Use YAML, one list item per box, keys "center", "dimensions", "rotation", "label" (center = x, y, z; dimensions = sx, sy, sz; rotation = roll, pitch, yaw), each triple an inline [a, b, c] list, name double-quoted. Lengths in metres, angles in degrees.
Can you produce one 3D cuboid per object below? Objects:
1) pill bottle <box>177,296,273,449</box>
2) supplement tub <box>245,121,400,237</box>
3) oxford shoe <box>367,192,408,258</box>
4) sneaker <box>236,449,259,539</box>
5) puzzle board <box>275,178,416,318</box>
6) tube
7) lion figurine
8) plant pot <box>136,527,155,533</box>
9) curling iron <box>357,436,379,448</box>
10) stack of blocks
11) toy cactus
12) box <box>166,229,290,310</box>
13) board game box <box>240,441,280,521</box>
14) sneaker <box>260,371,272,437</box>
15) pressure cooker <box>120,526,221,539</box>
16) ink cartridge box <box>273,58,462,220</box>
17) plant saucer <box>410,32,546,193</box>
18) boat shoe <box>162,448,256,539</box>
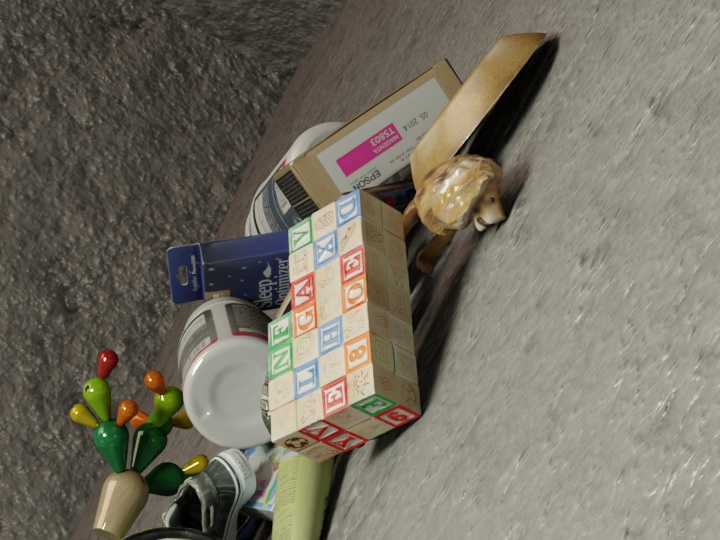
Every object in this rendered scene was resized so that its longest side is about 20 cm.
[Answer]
- center: [-0.127, 0.097, 1.743]
  dimensions: [0.114, 0.114, 0.200]
  rotation: [-60, 14, 8]
  label: "pill bottle"
- center: [-0.049, -0.077, 2.049]
  dimensions: [0.200, 0.140, 0.140]
  rotation: [-45, 19, 59]
  label: "supplement tub"
- center: [0.000, 0.000, 1.675]
  dimensions: [0.200, 0.073, 0.084]
  rotation: [115, 152, -48]
  label: "oxford shoe"
- center: [-0.153, 0.256, 1.802]
  dimensions: [0.200, 0.083, 0.071]
  rotation: [-60, 10, -11]
  label: "sneaker"
- center: [-0.003, -0.023, 1.778]
  dimensions: [0.151, 0.017, 0.200]
  rotation: [-61, -19, 20]
  label: "puzzle board"
- center: [-0.054, 0.217, 1.510]
  dimensions: [0.200, 0.052, 0.058]
  rotation: [-83, -21, -44]
  label: "tube"
- center: [0.082, -0.068, 1.541]
  dimensions: [0.123, 0.072, 0.200]
  rotation: [-55, 8, 17]
  label: "lion figurine"
- center: [-0.215, 0.354, 1.630]
  dimensions: [0.190, 0.200, 0.200]
  rotation: [-52, 3, -33]
  label: "plant pot"
- center: [0.008, 0.055, 1.499]
  dimensions: [0.026, 0.050, 0.200]
  rotation: [-11, 63, 41]
  label: "curling iron"
- center: [-0.018, 0.046, 1.450]
  dimensions: [0.115, 0.059, 0.200]
  rotation: [-28, 51, 33]
  label: "stack of blocks"
- center: [-0.225, 0.182, 1.690]
  dimensions: [0.165, 0.102, 0.200]
  rotation: [-68, -30, -25]
  label: "toy cactus"
- center: [-0.103, 0.002, 1.833]
  dimensions: [0.121, 0.200, 0.032]
  rotation: [94, 166, -59]
  label: "box"
- center: [-0.071, 0.179, 1.692]
  dimensions: [0.134, 0.034, 0.200]
  rotation: [-63, 14, -13]
  label: "board game box"
- center: [-0.013, 0.087, 1.556]
  dimensions: [0.079, 0.089, 0.200]
  rotation: [13, 49, 37]
  label: "sneaker"
- center: [-0.167, 0.302, 1.427]
  dimensions: [0.200, 0.179, 0.176]
  rotation: [139, 150, -68]
  label: "pressure cooker"
- center: [0.014, -0.132, 1.825]
  dimensions: [0.200, 0.075, 0.165]
  rotation: [-34, 4, -8]
  label: "ink cartridge box"
- center: [0.105, -0.159, 1.663]
  dimensions: [0.200, 0.035, 0.200]
  rotation: [-52, 0, 1]
  label: "plant saucer"
- center: [-0.161, 0.237, 1.678]
  dimensions: [0.071, 0.072, 0.200]
  rotation: [-21, -27, -30]
  label: "boat shoe"
